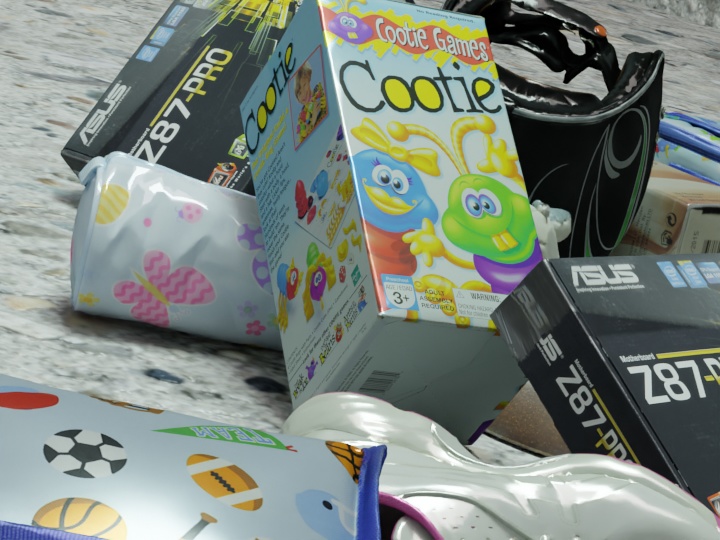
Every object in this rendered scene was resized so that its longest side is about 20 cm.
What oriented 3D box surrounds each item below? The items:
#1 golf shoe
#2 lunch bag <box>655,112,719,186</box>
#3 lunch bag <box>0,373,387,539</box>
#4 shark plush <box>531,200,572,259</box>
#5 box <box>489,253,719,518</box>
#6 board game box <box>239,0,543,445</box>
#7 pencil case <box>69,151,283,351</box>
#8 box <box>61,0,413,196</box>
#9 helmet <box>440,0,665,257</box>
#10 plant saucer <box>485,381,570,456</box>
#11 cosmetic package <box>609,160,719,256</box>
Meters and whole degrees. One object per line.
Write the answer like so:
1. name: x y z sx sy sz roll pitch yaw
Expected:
1. golf shoe: 0.053 0.114 0.899 0.198 0.076 0.092 12 28 8
2. lunch bag: 0.324 -0.062 1.819 0.199 0.083 0.160 27 15 28
3. lunch bag: -0.080 0.117 0.622 0.168 0.125 0.200 12 27 -3
4. shark plush: 0.068 -0.003 1.295 0.082 0.092 0.200 4 -7 14
5. box: 0.172 0.069 1.057 0.199 0.049 0.162 -1 51 -46
6. board game box: 0.017 -0.027 1.128 0.102 0.105 0.201 7 53 -26
7. pencil case: -0.059 -0.004 1.215 0.198 0.091 0.083 10 28 -9
8. box: -0.077 -0.121 1.461 0.160 0.201 0.049 18 -25 40
9. helmet: 0.099 -0.076 1.460 0.198 0.192 0.201 8 43 -7
10. plant saucer: 0.136 0.067 1.230 0.198 0.035 0.200 13 13 -3
11. cosmetic package: 0.185 -0.034 1.589 0.103 0.088 0.199 1 17 -41
